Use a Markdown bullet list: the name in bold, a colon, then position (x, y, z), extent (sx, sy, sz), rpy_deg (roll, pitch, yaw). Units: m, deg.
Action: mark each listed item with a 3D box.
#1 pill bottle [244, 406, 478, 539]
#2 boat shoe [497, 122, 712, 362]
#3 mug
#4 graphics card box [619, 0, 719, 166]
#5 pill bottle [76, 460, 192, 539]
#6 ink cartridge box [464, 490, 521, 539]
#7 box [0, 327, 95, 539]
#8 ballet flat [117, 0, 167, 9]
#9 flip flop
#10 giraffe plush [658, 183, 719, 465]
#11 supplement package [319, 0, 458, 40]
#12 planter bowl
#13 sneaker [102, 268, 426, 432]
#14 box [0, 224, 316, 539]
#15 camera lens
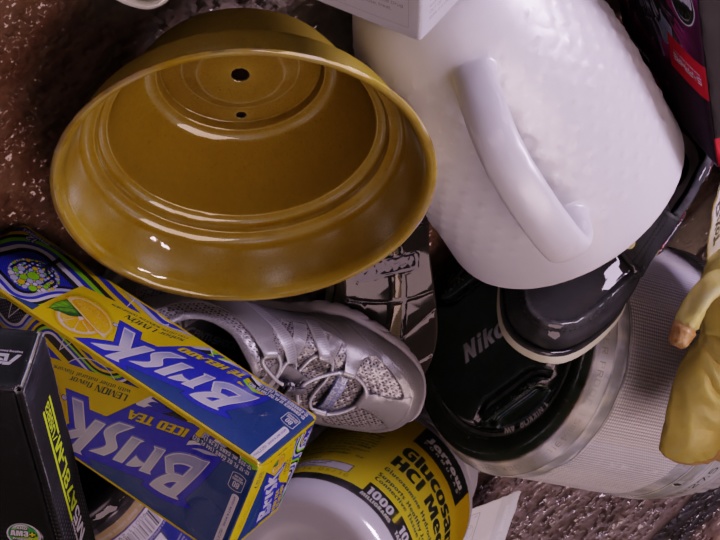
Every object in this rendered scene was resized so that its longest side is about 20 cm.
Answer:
- **pill bottle**: position (0.002, 0.150, 1.523), extent (0.113, 0.112, 0.200), rpy_deg (-59, 171, 25)
- **boat shoe**: position (0.140, -0.030, 1.432), extent (0.202, 0.073, 0.063), rpy_deg (-51, 170, -37)
- **mug**: position (0.079, -0.086, 1.337), extent (0.147, 0.201, 0.176), rpy_deg (-26, 128, 12)
- **graphics card box**: position (0.177, -0.171, 1.357), extent (0.051, 0.126, 0.201), rpy_deg (-19, 128, -9)
- **pill bottle**: position (-0.136, 0.152, 1.479), extent (0.112, 0.112, 0.200), rpy_deg (-35, 140, -2)
- **ink cartridge box**: position (0.004, 0.219, 1.708), extent (0.199, 0.050, 0.163), rpy_deg (-17, 137, -35)
- **box**: position (-0.247, 0.101, 1.316), extent (0.198, 0.048, 0.194), rpy_deg (6, 140, 10)
- **ballet flat**: position (-0.151, -0.181, 1.181), extent (0.069, 0.070, 0.200), rpy_deg (-46, 139, 11)
- **flip flop**: position (0.000, 0.000, 1.481), extent (0.081, 0.058, 0.201), rpy_deg (-10, 119, -20)
- **giraffe plush**: position (0.270, 0.035, 1.403), extent (0.200, 0.161, 0.173), rpy_deg (78, 35, -59)
- **supplement package**: position (0.010, -0.234, 1.178), extent (0.117, 0.116, 0.201), rpy_deg (-47, 151, -36)
- **planter bowl**: position (-0.061, -0.076, 1.311), extent (0.199, 0.084, 0.201), rpy_deg (-2, 142, -2)
- **sneaker**: position (-0.055, 0.057, 1.416), extent (0.199, 0.082, 0.075), rpy_deg (17, 118, -17)
- **box**: position (-0.127, 0.062, 1.327), extent (0.064, 0.199, 0.070), rpy_deg (-37, 155, -55)
- **camera lens**: position (0.146, 0.056, 1.553), extent (0.199, 0.160, 0.160), rpy_deg (13, 120, -43)
